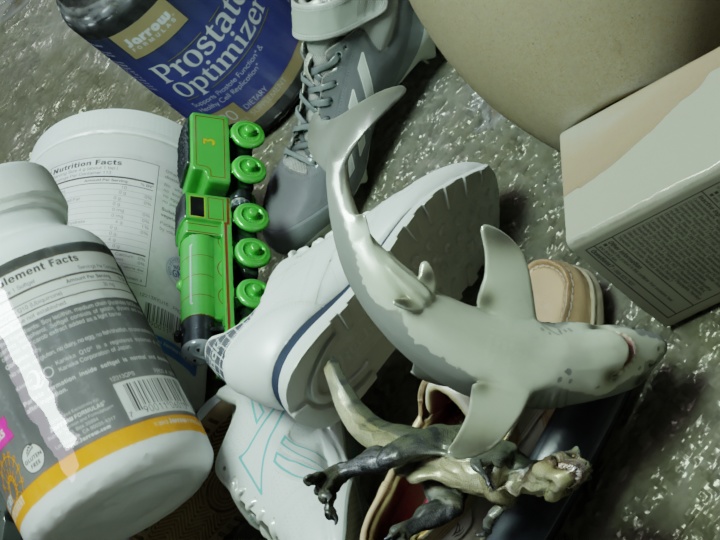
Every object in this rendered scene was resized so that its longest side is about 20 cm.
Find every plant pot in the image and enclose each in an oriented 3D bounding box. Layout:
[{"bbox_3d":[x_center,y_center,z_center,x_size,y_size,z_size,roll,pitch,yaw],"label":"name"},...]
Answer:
[{"bbox_3d":[0.129,-0.139,1.238,0.199,0.200,0.135,-28,67,30],"label":"plant pot"}]

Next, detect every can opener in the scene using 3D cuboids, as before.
[{"bbox_3d":[0.092,0.121,1.171,0.201,0.078,0.063,-64,-1,-18],"label":"can opener"}]

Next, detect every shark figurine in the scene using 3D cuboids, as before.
[{"bbox_3d":[0.031,0.018,1.152,0.128,0.214,0.090,-48,-3,-24],"label":"shark figurine"}]

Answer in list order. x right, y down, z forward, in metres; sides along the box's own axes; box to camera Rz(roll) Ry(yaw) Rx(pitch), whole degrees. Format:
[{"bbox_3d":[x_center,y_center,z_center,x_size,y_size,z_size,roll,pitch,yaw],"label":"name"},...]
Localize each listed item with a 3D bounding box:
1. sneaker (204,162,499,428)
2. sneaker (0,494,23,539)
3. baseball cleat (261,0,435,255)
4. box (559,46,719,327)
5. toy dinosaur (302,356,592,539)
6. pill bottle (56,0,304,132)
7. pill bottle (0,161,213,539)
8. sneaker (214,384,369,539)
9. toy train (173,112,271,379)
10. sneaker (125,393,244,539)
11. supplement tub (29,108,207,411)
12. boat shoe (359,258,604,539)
[{"bbox_3d":[0.000,0.000,1.294,0.080,0.077,0.200,19,49,42],"label":"sneaker"},{"bbox_3d":[-0.212,0.184,1.343,0.082,0.073,0.201,-13,54,47],"label":"sneaker"},{"bbox_3d":[-0.023,-0.113,1.431,0.070,0.106,0.201,21,80,47],"label":"baseball cleat"},{"bbox_3d":[0.204,-0.060,1.150,0.199,0.095,0.078,-27,44,29],"label":"box"},{"bbox_3d":[0.027,0.100,1.149,0.199,0.048,0.088,18,49,44],"label":"toy dinosaur"},{"bbox_3d":[-0.127,-0.179,1.520,0.111,0.200,0.113,-28,43,30],"label":"pill bottle"},{"bbox_3d":[-0.172,0.048,1.291,0.116,0.116,0.201,-37,69,21],"label":"pill bottle"},{"bbox_3d":[-0.035,0.125,1.270,0.080,0.071,0.201,-15,39,4],"label":"sneaker"},{"bbox_3d":[-0.084,-0.017,1.399,0.042,0.056,0.201,112,161,-45],"label":"toy train"},{"bbox_3d":[-0.136,0.145,1.381,0.108,0.070,0.201,29,87,52],"label":"sneaker"},{"bbox_3d":[-0.156,0.015,1.456,0.131,0.132,0.201,-27,43,31],"label":"supplement tub"},{"bbox_3d":[0.062,0.076,1.216,0.073,0.069,0.201,7,67,50],"label":"boat shoe"}]
